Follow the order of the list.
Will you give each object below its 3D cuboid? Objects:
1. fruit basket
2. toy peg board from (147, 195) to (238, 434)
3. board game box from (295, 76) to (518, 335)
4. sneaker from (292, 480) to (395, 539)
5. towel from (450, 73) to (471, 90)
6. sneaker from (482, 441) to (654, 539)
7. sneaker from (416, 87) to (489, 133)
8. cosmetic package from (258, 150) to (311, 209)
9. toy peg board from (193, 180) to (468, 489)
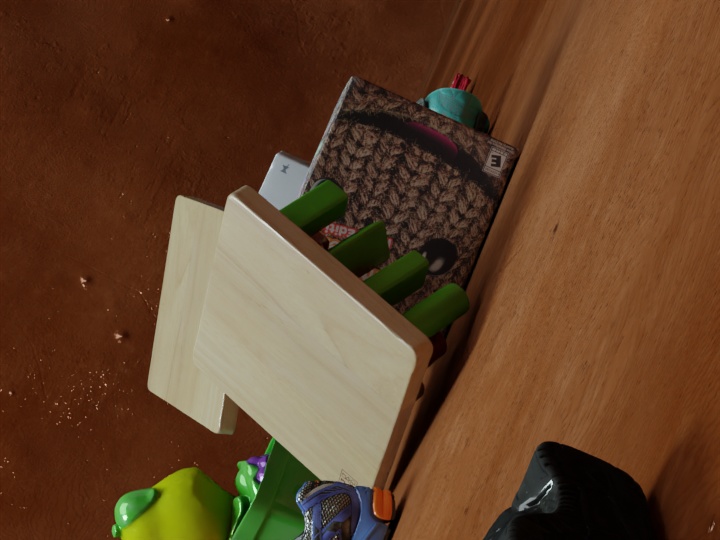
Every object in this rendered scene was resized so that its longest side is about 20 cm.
[{"bbox_3d":[-0.124,0.228,1.841,0.156,0.215,0.216,-69,4,-46],"label":"fruit basket"},{"bbox_3d":[-0.115,0.042,1.906,0.199,0.098,0.200,20,102,63],"label":"toy peg board"},{"bbox_3d":[0.020,-0.037,1.687,0.097,0.159,0.200,125,167,-76],"label":"board game box"},{"bbox_3d":[-0.044,0.240,1.455,0.075,0.078,0.200,-83,17,-83],"label":"sneaker"},{"bbox_3d":[0.099,-0.160,2.666,0.200,0.022,0.145,114,176,-58],"label":"towel"},{"bbox_3d":[0.058,0.125,0.675,0.104,0.060,0.200,-65,-2,13],"label":"sneaker"},{"bbox_3d":[0.090,-0.133,2.032,0.200,0.083,0.121,123,161,-81],"label":"sneaker"},{"bbox_3d":[-0.028,-0.044,2.270,0.200,0.199,0.123,-120,54,-87],"label":"cosmetic package"},{"bbox_3d":[-0.016,0.047,1.543,0.098,0.200,0.199,-32,-28,-37],"label":"toy peg board"}]
